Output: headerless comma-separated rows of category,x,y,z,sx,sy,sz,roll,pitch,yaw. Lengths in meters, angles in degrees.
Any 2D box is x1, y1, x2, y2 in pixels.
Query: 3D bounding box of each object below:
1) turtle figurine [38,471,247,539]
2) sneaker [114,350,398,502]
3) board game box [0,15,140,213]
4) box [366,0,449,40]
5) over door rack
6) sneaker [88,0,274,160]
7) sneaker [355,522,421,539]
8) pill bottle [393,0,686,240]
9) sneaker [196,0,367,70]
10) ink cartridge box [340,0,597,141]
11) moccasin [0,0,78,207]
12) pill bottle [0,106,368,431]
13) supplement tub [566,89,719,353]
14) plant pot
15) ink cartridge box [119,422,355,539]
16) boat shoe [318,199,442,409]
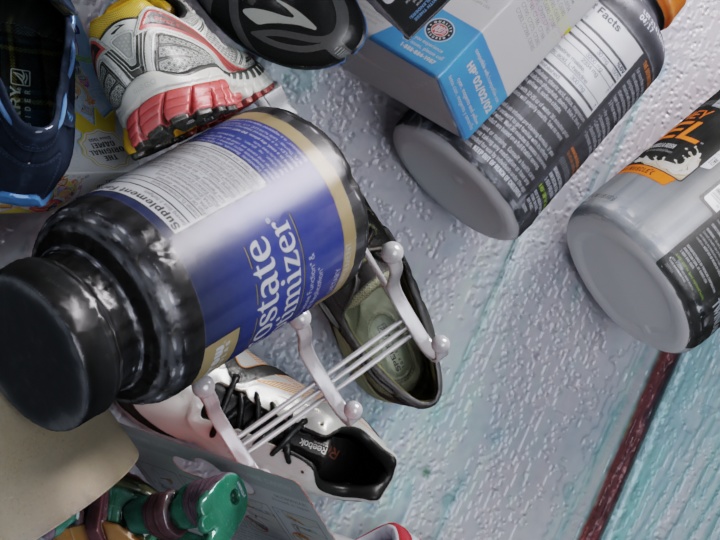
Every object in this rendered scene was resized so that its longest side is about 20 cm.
turtle figurine,-0.142,0.158,1.104,0.150,0.199,0.101,40,50,-49
sneaker,-0.060,0.087,1.194,0.199,0.080,0.074,22,90,-29
board game box,-0.228,-0.090,1.031,0.199,0.135,0.034,-3,144,-35
box,-0.029,-0.229,1.078,0.060,0.117,0.200,-43,128,3
over door rack,-0.056,0.006,1.136,0.147,0.067,0.200,-35,94,-14
sneaker,-0.100,-0.116,1.075,0.078,0.200,0.082,-27,94,4
sneaker,-0.006,0.257,1.259,0.112,0.071,0.200,44,70,-32
pill bottle,0.121,-0.124,1.242,0.200,0.106,0.106,-48,118,-14
sneaker,-0.078,-0.184,1.081,0.071,0.083,0.200,-44,100,3
ink cartridge box,0.082,-0.189,1.190,0.200,0.115,0.068,-46,144,-12
moccasin,-0.170,-0.128,1.013,0.080,0.068,0.201,-1,57,-25
pill bottle,-0.097,0.000,1.012,0.200,0.112,0.112,-33,115,-40
supplement tub,0.246,-0.047,1.318,0.200,0.122,0.123,-38,115,-19
plant pot,-0.245,0.054,1.039,0.187,0.187,0.201,-30,98,-22
ink cartridge box,-0.041,0.153,1.143,0.057,0.162,0.201,-49,132,-30
boat shoe,-0.001,0.001,1.218,0.072,0.066,0.201,-35,114,-18
